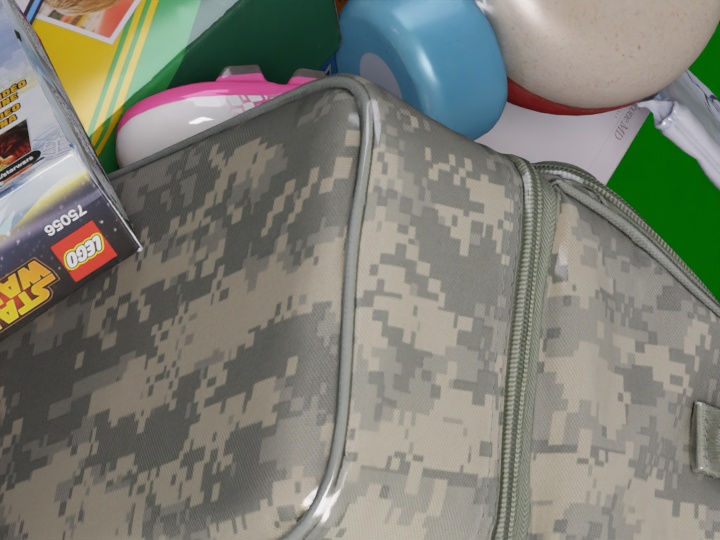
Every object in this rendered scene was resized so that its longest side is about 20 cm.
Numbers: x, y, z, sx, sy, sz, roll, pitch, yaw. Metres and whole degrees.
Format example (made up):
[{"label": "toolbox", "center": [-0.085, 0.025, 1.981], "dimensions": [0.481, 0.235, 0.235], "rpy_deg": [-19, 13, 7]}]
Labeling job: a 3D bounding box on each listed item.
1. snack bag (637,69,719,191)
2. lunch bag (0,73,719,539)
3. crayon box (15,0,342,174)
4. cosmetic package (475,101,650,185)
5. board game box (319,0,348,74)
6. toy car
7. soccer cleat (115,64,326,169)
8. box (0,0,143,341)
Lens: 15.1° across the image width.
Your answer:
[{"label": "snack bag", "center": [0.170, -0.024, 1.040], "dimensions": [0.200, 0.021, 0.189], "rpy_deg": [44, 13, -15]}, {"label": "lunch bag", "center": [-0.002, 0.050, 0.742], "dimensions": [0.167, 0.140, 0.199], "rpy_deg": [24, -29, -33]}, {"label": "crayon box", "center": [-0.137, -0.078, 0.883], "dimensions": [0.199, 0.058, 0.173], "rpy_deg": [28, 58, 31]}, {"label": "cosmetic package", "center": [0.034, -0.019, 0.996], "dimensions": [0.082, 0.051, 0.200], "rpy_deg": [39, 50, -6]}, {"label": "board game box", "center": [-0.123, -0.112, 1.109], "dimensions": [0.199, 0.201, 0.200], "rpy_deg": [6, 38, 15]}, {"label": "toy car", "center": [0.032, -0.135, 0.980], "dimensions": [0.184, 0.178, 0.200], "rpy_deg": [-27, 8, -24]}, {"label": "soccer cleat", "center": [0.000, 0.000, 0.846], "dimensions": [0.070, 0.087, 0.200], "rpy_deg": [-21, -25, 28]}, {"label": "box", "center": [-0.165, 0.005, 0.739], "dimensions": [0.199, 0.040, 0.137], "rpy_deg": [-33, 34, 1]}]
